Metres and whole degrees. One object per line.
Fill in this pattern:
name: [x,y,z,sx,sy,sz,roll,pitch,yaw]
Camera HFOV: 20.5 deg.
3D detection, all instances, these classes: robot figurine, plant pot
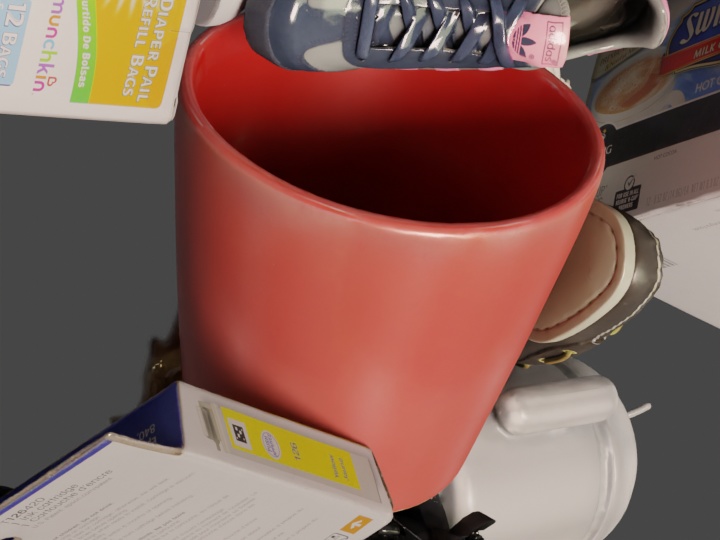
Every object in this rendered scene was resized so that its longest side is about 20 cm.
robot figurine: [0.068,0.105,1.068,0.198,0.114,0.169,-6,157,-37]
plant pot: [0.000,0.000,0.915,0.199,0.200,0.179,-13,130,-33]

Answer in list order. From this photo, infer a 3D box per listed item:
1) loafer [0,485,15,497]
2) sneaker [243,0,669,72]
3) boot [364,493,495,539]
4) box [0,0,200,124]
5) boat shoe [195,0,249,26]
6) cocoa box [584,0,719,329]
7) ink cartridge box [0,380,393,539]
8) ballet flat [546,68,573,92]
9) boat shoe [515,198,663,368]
loafer: [-0.178,0.129,0.913,0.070,0.068,0.202,-21,122,-17]
sneaker: [0.048,-0.117,0.874,0.198,0.082,0.071,-15,131,-27]
boot: [-0.021,0.176,0.984,0.073,0.161,0.200,-42,155,-57]
box: [-0.164,-0.129,0.758,0.199,0.101,0.114,1,113,-39]
boat shoe: [-0.048,-0.203,0.837,0.056,0.068,0.202,-13,119,-34]
cocoa box: [0.211,-0.063,0.985,0.132,0.199,0.133,24,71,-24]
ink cartridge box: [-0.116,0.116,0.814,0.197,0.047,0.200,-32,148,20]
ballet flat: [0.080,-0.107,1.002,0.069,0.069,0.202,-23,125,-27]
boat shoe: [0.097,0.008,0.976,0.060,0.201,0.073,11,78,-22]
